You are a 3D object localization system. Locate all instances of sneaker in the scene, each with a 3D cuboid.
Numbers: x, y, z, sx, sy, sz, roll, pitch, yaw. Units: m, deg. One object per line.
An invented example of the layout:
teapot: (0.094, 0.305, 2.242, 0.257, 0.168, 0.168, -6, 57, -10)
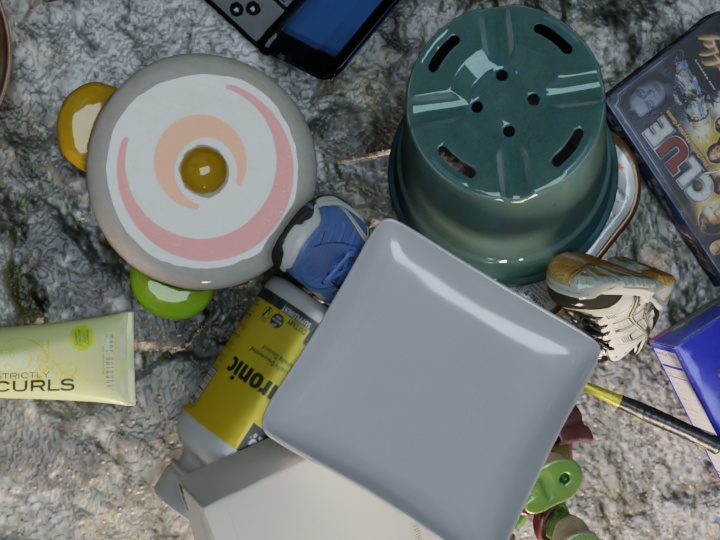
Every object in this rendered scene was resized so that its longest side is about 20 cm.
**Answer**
sneaker: (0.205, 0.037, 1.168, 0.075, 0.199, 0.089, 24, 100, 31)
sneaker: (0.000, 0.000, 1.120, 0.077, 0.199, 0.076, 39, 96, 30)

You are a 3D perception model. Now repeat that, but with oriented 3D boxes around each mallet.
mallet: (0.213, 0.108, 1.193, 0.198, 0.066, 0.042, 23, 88, 13)

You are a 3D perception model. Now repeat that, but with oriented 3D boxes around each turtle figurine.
turtle figurine: (0.105, 0.173, 1.142, 0.197, 0.194, 0.146, 12, 100, -16)

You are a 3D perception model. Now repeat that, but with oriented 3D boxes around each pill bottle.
pill bottle: (-0.081, 0.116, 1.152, 0.111, 0.111, 0.201, 33, 86, -8)

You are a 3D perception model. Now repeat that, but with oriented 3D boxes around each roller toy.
roller toy: (-0.129, -0.079, 1.128, 0.181, 0.140, 0.202, -28, 94, -8)

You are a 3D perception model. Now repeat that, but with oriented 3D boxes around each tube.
tube: (-0.283, 0.074, 1.153, 0.197, 0.052, 0.059, 0, 131, -14)

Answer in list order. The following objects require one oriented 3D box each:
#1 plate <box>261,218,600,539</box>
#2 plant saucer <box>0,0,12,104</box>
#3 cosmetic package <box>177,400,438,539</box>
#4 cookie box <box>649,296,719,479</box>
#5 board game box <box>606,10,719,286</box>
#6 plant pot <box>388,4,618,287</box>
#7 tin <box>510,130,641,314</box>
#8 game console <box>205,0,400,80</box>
plate: (0.054, 0.089, 1.050, 0.198, 0.032, 0.201, 30, 66, 3)
plant saucer: (-0.381, -0.177, 1.130, 0.197, 0.037, 0.204, 0, 92, -17)
cosmetic package: (-0.028, 0.178, 1.081, 0.198, 0.081, 0.114, -25, 106, -20)
cookie box: (0.377, 0.108, 1.244, 0.170, 0.075, 0.202, -29, 95, -8)
board game box: (0.317, -0.107, 1.253, 0.135, 0.035, 0.201, -37, 96, -7)
plant pot: (0.113, -0.103, 1.113, 0.197, 0.196, 0.204, -1, 79, 5)
tin: (0.163, -0.039, 1.229, 0.112, 0.042, 0.201, 40, 84, -12)
game console: (-0.032, -0.278, 1.154, 0.170, 0.118, 0.201, 41, 84, -7)
